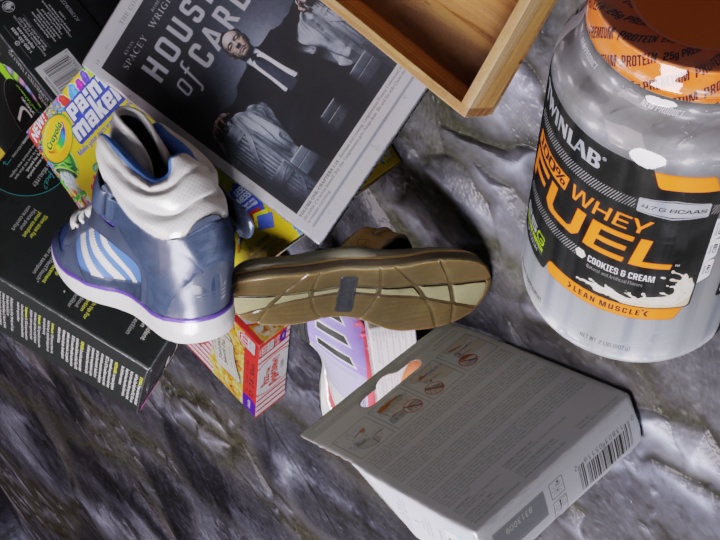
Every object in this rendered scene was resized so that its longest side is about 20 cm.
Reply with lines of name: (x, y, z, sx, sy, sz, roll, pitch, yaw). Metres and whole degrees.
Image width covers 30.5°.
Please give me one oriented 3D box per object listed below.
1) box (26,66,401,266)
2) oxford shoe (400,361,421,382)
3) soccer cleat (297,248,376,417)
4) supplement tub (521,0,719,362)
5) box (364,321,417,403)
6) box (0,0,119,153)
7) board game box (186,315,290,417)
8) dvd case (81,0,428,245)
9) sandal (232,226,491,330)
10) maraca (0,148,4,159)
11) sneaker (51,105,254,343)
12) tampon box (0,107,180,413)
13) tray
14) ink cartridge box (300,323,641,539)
box: (-0.113, -0.093, 0.988, 0.199, 0.122, 0.194, -34, 92, 44)
oxford shoe: (0.077, 0.158, 1.100, 0.072, 0.071, 0.202, 27, 143, 35)
soccer cleat: (-0.006, 0.067, 1.151, 0.072, 0.068, 0.202, 8, 130, 25)
supplement tub: (0.148, -0.057, 0.655, 0.122, 0.122, 0.201, 39, 150, 27)
box: (0.033, 0.109, 1.121, 0.039, 0.041, 0.202, -105, 5, -51)
box: (-0.278, -0.183, 1.220, 0.149, 0.124, 0.200, 51, 155, 4)
board game box: (-0.155, 0.038, 1.369, 0.200, 0.046, 0.152, 44, 152, 21)
dvd case: (-0.062, -0.137, 0.856, 0.199, 0.151, 0.025, 36, -168, 2)
sandal: (0.000, 0.000, 0.935, 0.081, 0.197, 0.055, 109, 156, -49)
maraca: (-0.368, -0.158, 1.391, 0.137, 0.107, 0.200, 45, -176, -22)
sneaker: (-0.154, -0.049, 0.891, 0.199, 0.080, 0.148, 27, 130, 45)
tampon box: (-0.230, -0.005, 1.126, 0.198, 0.151, 0.126, 31, 154, 0)
tray: (0.021, -0.187, 0.761, 0.200, 0.037, 0.099, 42, 118, 22)
ink cartridge box: (0.075, 0.120, 0.950, 0.199, 0.159, 0.048, 20, 138, 50)
